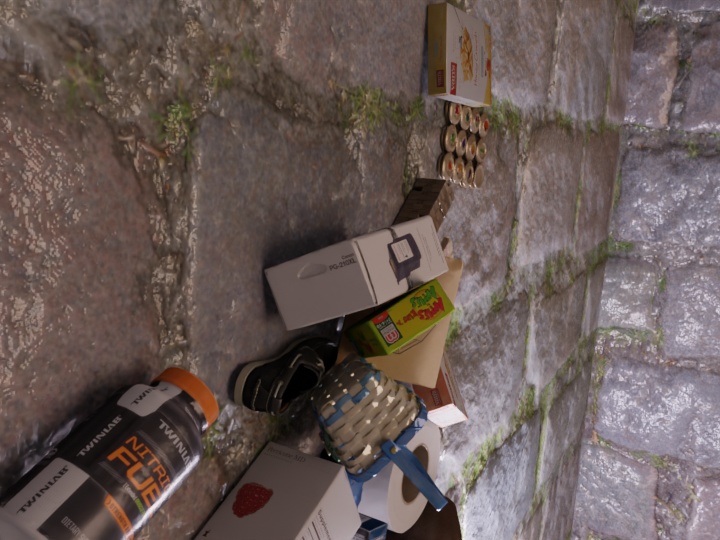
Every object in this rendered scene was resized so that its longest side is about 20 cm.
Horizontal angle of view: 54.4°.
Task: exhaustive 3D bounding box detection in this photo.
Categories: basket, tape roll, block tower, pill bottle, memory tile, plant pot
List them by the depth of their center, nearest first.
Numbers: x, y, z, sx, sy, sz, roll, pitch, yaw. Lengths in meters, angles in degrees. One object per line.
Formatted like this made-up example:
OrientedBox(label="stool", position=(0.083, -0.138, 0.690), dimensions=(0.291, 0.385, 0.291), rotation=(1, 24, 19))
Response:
OrientedBox(label="pill bottle", position=(-0.216, 0.175, 0.631), dimensions=(0.200, 0.106, 0.106), rotation=(-49, 138, -43))
OrientedBox(label="basket", position=(0.028, 0.216, 0.932), dimensions=(0.200, 0.176, 0.139), rotation=(45, 85, -9))
OrientedBox(label="block tower", position=(0.090, -0.068, 1.140), dimensions=(0.200, 0.058, 0.054), rotation=(-63, 146, -31))
OrientedBox(label="tape roll", position=(0.066, 0.339, 1.204), dimensions=(0.202, 0.071, 0.203), rotation=(-23, 118, -55))
OrientedBox(label="plant pot", position=(0.110, 0.506, 1.250), dimensions=(0.200, 0.186, 0.187), rotation=(-71, 152, -44))
OrientedBox(label="memory tile", position=(0.197, -0.234, 1.313), dimensions=(0.200, 0.017, 0.154), rotation=(0, 99, -60))

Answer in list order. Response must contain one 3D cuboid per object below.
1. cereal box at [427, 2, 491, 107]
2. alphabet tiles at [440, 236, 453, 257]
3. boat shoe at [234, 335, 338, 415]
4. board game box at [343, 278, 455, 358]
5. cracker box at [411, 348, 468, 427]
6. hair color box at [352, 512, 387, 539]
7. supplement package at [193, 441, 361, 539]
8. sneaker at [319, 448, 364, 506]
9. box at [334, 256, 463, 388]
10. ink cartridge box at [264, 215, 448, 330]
OrientedBox(label="cereal box", position=(0.173, -0.362, 1.198), dimensions=(0.200, 0.039, 0.144), rotation=(-12, 103, -59))
OrientedBox(label="alphabet tiles", position=(0.110, 0.044, 1.205), dimensions=(0.200, 0.015, 0.196), rotation=(-59, 159, -19))
OrientedBox(label="boat shoe", position=(-0.077, 0.135, 0.899), dimensions=(0.200, 0.067, 0.072), rotation=(-20, 117, -62))
OrientedBox(label="board game box", position=(0.045, 0.068, 0.925), dimensions=(0.101, 0.200, 0.048), rotation=(-32, 88, -12))
OrientedBox(label="cracker box", position=(0.124, 0.182, 1.176), dimensions=(0.200, 0.058, 0.134), rotation=(48, 24, -66))
OrientedBox(label="hair color box", position=(-0.032, 0.464, 1.041), dimensions=(0.060, 0.100, 0.201), rotation=(12, 88, -60))
OrientedBox(label="supplement package", position=(-0.106, 0.332, 0.852), dimensions=(0.200, 0.121, 0.120), rotation=(-50, 138, -42))
OrientedBox(label="sneaker", position=(-0.022, 0.301, 1.027), dimensions=(0.078, 0.066, 0.200), rotation=(50, 58, -30))
OrientedBox(label="box", position=(0.060, 0.062, 1.048), dimensions=(0.163, 0.021, 0.201), rotation=(15, 87, -16))
OrientedBox(label="ink cartridge box", position=(0.000, 0.000, 0.895), dimensions=(0.200, 0.145, 0.085), rotation=(-21, 92, -57))
